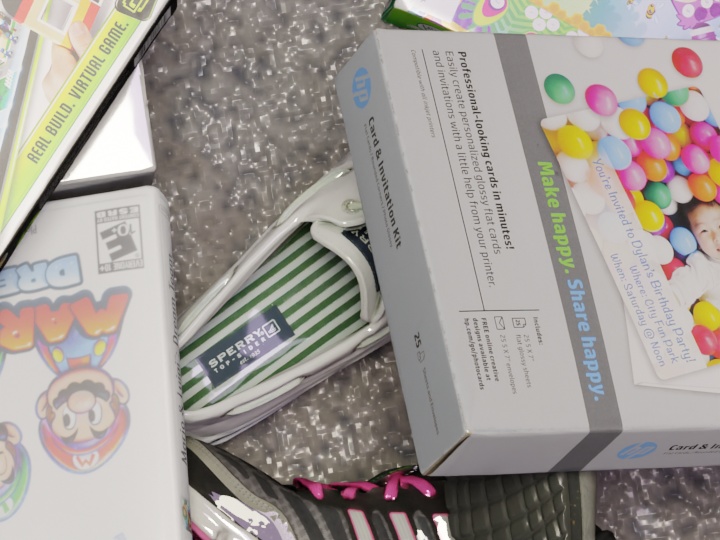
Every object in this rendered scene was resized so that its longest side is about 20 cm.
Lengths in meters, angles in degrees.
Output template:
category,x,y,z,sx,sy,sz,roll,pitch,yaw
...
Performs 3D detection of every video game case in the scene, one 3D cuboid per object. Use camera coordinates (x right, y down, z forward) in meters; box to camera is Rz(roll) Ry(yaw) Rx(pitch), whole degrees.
category,x,y,z,sx,sy,sz,roll,pitch,yaw
video game case,-0.161,0.071,1.072,0.199,0.024,0.183,-9,71,10

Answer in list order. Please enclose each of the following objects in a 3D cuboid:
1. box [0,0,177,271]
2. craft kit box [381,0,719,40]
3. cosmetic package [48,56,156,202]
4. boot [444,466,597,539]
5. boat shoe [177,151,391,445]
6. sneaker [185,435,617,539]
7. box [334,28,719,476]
category,x,y,z,sx,sy,sz,roll,pitch,yaw
box,-0.164,-0.046,1.041,0.110,0.035,0.201,32,82,-1
craft kit box,0.137,-0.150,1.154,0.197,0.049,0.201,23,84,-6
cosmetic package,-0.179,-0.042,1.099,0.199,0.083,0.051,-8,84,-6
boot,0.099,0.043,1.089,0.130,0.068,0.201,9,68,-34
boat shoe,0.000,0.000,1.119,0.200,0.067,0.074,-43,91,-7
sneaker,0.015,0.098,1.112,0.199,0.074,0.088,26,84,-8
box,0.101,-0.007,1.043,0.199,0.041,0.157,1,64,-27
